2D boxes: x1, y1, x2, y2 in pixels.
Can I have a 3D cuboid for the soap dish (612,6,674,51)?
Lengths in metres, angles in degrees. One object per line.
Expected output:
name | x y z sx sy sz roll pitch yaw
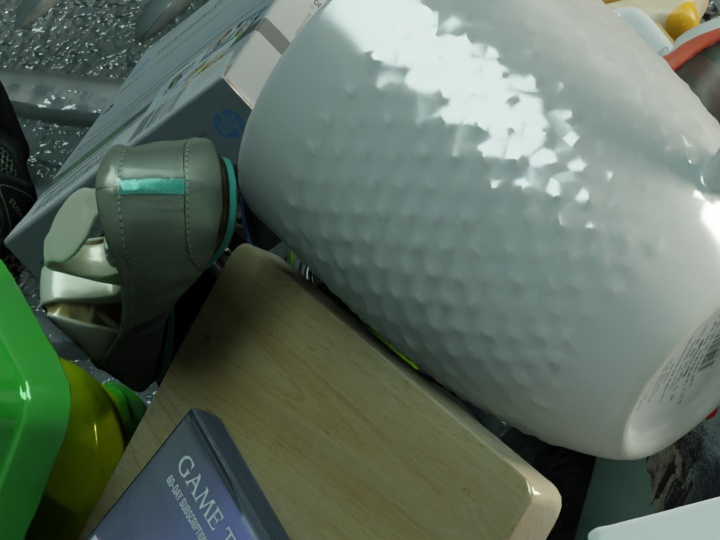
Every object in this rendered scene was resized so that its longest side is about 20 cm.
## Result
soap dish | 0.103 -0.023 1.224 0.157 0.081 0.200 -22 39 -5

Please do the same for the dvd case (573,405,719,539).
dvd case | 0.154 0.064 1.033 0.022 0.201 0.146 -1 23 -43

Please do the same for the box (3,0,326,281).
box | -0.075 -0.087 1.311 0.156 0.041 0.200 -34 17 32

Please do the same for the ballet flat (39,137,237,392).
ballet flat | -0.098 -0.003 1.090 0.063 0.200 0.068 -1 70 -15

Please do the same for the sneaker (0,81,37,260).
sneaker | -0.247 -0.052 1.402 0.199 0.076 0.114 13 47 29

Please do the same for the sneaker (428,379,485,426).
sneaker | 0.039 0.139 1.086 0.100 0.075 0.200 -48 48 21

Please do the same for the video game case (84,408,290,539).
video game case | -0.091 0.170 1.027 0.200 0.019 0.143 -50 44 16

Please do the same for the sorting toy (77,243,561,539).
sorting toy | -0.017 0.125 1.041 0.200 0.069 0.199 39 104 46

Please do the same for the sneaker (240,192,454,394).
sneaker | 0.000 0.000 1.212 0.071 0.083 0.200 -9 49 -16

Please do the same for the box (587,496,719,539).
box | 0.169 0.151 0.889 0.152 0.200 0.107 -16 58 4

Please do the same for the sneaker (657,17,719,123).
sneaker | 0.128 -0.040 1.119 0.199 0.077 0.082 -21 49 21

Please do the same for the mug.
mug | 0.076 -0.040 0.989 0.175 0.200 0.147 44 33 23

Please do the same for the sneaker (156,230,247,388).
sneaker | -0.071 0.015 1.241 0.076 0.091 0.200 -23 37 -5

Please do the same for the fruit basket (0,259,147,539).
fruit basket | -0.163 0.094 1.143 0.215 0.216 0.156 -26 40 -9

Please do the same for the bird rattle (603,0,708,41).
bird rattle | 0.096 -0.144 1.387 0.162 0.113 0.200 0 28 4
